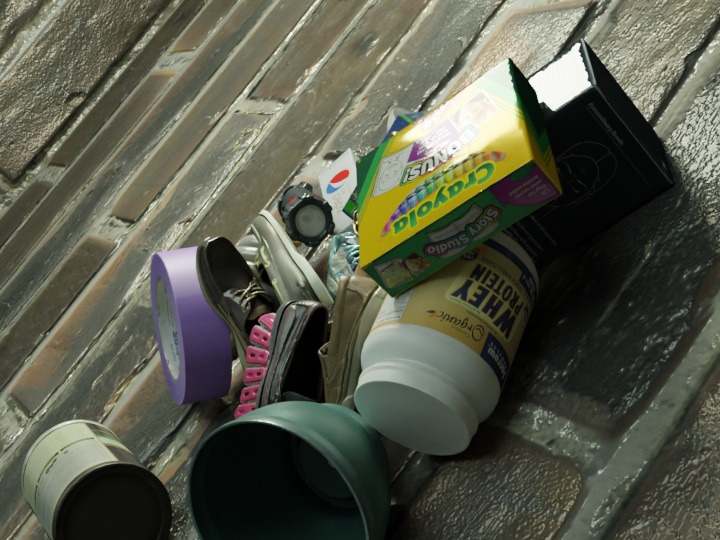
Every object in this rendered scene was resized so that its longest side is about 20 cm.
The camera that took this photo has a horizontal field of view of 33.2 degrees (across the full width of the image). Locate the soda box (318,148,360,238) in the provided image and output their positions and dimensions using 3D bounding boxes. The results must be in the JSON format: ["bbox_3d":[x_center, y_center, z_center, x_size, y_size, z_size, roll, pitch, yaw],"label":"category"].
[{"bbox_3d":[-0.004,-0.086,1.627,0.063,0.068,0.201,-39,27,13],"label":"soda box"}]

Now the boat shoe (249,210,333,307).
[{"bbox_3d":[-0.100,-0.006,1.496,0.060,0.072,0.202,-36,41,-3],"label":"boat shoe"}]

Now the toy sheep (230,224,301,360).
[{"bbox_3d":[-0.138,0.028,1.608,0.137,0.137,0.203,-11,57,49],"label":"toy sheep"}]

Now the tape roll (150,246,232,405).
[{"bbox_3d":[-0.226,0.072,1.596,0.065,0.204,0.200,-8,19,-19],"label":"tape roll"}]

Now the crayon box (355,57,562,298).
[{"bbox_3d":[0.088,-0.092,1.179,0.199,0.058,0.174,-33,33,23],"label":"crayon box"}]

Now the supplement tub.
[{"bbox_3d":[0.085,0.065,1.199,0.143,0.144,0.202,-15,40,46],"label":"supplement tub"}]

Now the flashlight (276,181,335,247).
[{"bbox_3d":[-0.079,-0.075,1.608,0.067,0.069,0.200,-14,10,-9],"label":"flashlight"}]

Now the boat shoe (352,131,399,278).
[{"bbox_3d":[0.021,-0.052,1.329,0.203,0.064,0.071,-69,20,-2],"label":"boat shoe"}]

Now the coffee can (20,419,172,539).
[{"bbox_3d":[-0.335,0.284,1.514,0.147,0.146,0.199,-51,27,-10],"label":"coffee can"}]

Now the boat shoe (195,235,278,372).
[{"bbox_3d":[-0.134,0.045,1.491,0.074,0.202,0.073,-34,11,-33],"label":"boat shoe"}]

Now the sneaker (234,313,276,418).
[{"bbox_3d":[-0.095,0.157,1.424,0.073,0.087,0.203,-12,64,54],"label":"sneaker"}]

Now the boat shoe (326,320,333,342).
[{"bbox_3d":[0.011,0.085,1.370,0.199,0.071,0.066,-19,70,49],"label":"boat shoe"}]

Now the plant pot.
[{"bbox_3d":[-0.050,0.210,1.177,0.199,0.202,0.134,-26,5,34],"label":"plant pot"}]

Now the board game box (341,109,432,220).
[{"bbox_3d":[0.065,-0.129,1.453,0.136,0.034,0.199,-59,-17,24],"label":"board game box"}]

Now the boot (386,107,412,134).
[{"bbox_3d":[0.048,-0.152,1.640,0.096,0.073,0.200,-59,4,22],"label":"boot"}]

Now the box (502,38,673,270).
[{"bbox_3d":[0.200,-0.114,1.273,0.199,0.148,0.108,-33,29,24],"label":"box"}]

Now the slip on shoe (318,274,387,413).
[{"bbox_3d":[-0.016,0.098,1.294,0.076,0.060,0.203,-50,-22,-59],"label":"slip on shoe"}]

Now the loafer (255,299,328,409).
[{"bbox_3d":[-0.073,0.131,1.360,0.063,0.071,0.204,-11,70,51],"label":"loafer"}]

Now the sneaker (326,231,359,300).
[{"bbox_3d":[0.000,0.000,1.435,0.076,0.088,0.200,-9,12,-19],"label":"sneaker"}]
